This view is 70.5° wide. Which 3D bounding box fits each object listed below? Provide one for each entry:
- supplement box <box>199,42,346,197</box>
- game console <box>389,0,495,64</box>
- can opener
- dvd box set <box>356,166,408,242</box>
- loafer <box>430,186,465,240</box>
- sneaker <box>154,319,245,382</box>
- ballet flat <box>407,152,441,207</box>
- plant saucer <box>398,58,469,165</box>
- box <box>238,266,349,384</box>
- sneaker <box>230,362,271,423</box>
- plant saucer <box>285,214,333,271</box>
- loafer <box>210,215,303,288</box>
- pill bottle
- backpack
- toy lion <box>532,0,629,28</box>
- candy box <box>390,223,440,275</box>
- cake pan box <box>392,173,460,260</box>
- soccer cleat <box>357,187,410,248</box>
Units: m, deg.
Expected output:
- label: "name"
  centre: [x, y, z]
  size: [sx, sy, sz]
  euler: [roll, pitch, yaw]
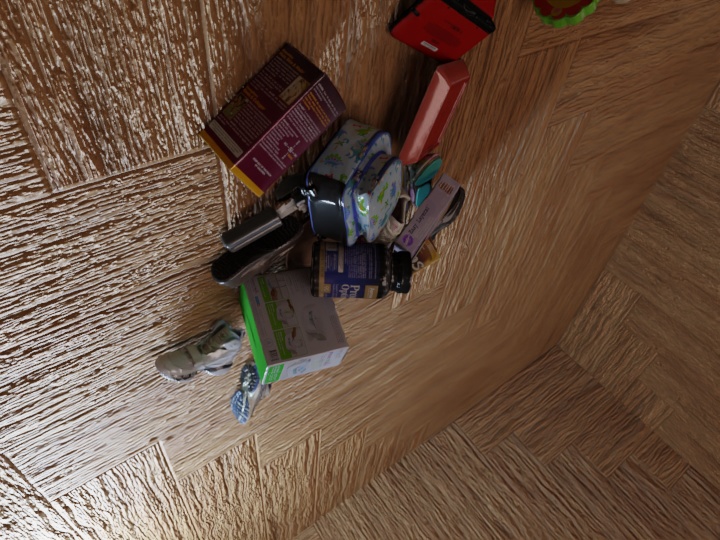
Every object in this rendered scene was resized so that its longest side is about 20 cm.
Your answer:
- label: "supplement box"
  centre: [-0.135, -0.232, 0.790]
  size: [0.200, 0.110, 0.086]
  euler: [-45, 150, 1]
- label: "game console"
  centre: [0.154, -0.490, 0.913]
  size: [0.171, 0.120, 0.199]
  euler: [-27, 163, 39]
- label: "can opener"
  centre: [-0.172, -0.106, 0.957]
  size: [0.199, 0.067, 0.053]
  euler: [-35, 168, -6]
- label: "dvd box set"
  centre: [0.035, -0.133, 1.134]
  size: [0.200, 0.029, 0.147]
  euler: [-44, 148, -26]
- label: "loafer"
  centre: [0.192, -0.141, 1.321]
  size: [0.201, 0.073, 0.072]
  euler: [-52, 144, 10]
- label: "sneaker"
  centre: [-0.329, 0.165, 1.073]
  size: [0.115, 0.075, 0.199]
  euler: [-54, 153, 15]
- label: "ballet flat"
  centre: [0.133, -0.215, 1.147]
  size: [0.069, 0.072, 0.200]
  euler: [-28, 161, -9]
- label: "plant saucer"
  centre: [0.154, -0.312, 1.024]
  size: [0.200, 0.036, 0.201]
  euler: [-45, 163, -55]
- label: "box"
  centre: [-0.141, 0.106, 1.054]
  size: [0.174, 0.202, 0.097]
  euler: [-10, 151, -26]
- label: "sneaker"
  centre: [-0.271, 0.317, 1.318]
  size: [0.085, 0.077, 0.201]
  euler: [-11, 136, -48]
- label: "plant saucer"
  centre: [-0.086, -0.065, 1.117]
  size: [0.199, 0.037, 0.202]
  euler: [-29, 146, -22]
- label: "loafer"
  centre: [-0.198, -0.037, 1.000]
  size: [0.199, 0.073, 0.071]
  euler: [-33, 158, -9]
- label: "pill bottle"
  centre: [0.000, 0.000, 1.026]
  size: [0.197, 0.113, 0.113]
  euler: [2, 137, -4]
- label: "backpack"
  centre: [-0.001, -0.164, 0.955]
  size: [0.184, 0.145, 0.202]
  euler: [83, 30, -59]
- label: "toy lion"
  centre: [0.434, -0.586, 1.002]
  size: [0.068, 0.190, 0.203]
  euler: [18, 74, -56]
- label: "candy box"
  centre: [0.086, -0.031, 1.260]
  size: [0.199, 0.118, 0.056]
  euler: [-31, -175, -13]
- label: "cake pan box"
  centre: [0.139, -0.099, 1.150]
  size: [0.201, 0.052, 0.184]
  euler: [-54, 171, -12]
- label: "soccer cleat"
  centre: [0.047, -0.082, 1.066]
  size: [0.069, 0.086, 0.202]
  euler: [3, 113, -34]
